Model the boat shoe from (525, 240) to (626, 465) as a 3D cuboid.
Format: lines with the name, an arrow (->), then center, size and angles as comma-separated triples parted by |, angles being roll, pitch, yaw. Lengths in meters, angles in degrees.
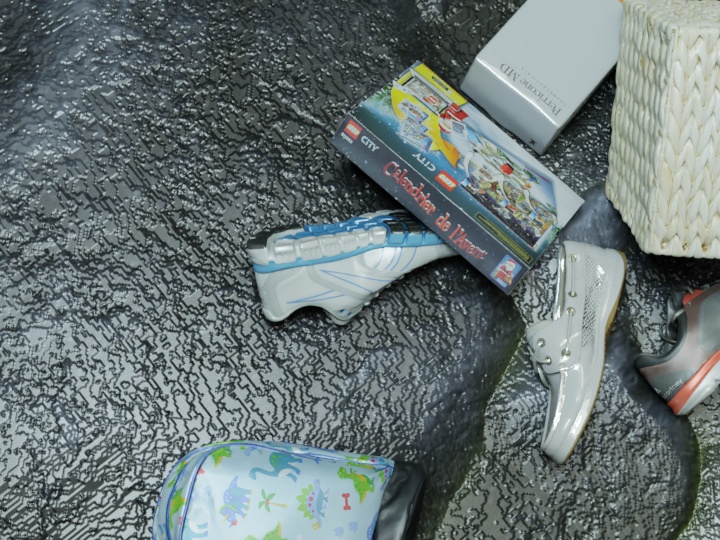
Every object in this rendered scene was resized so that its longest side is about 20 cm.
boat shoe -> 0.173, 0.067, 1.074 | 0.069, 0.071, 0.201 | 18, 64, -1

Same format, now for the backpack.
backpack -> -0.062, 0.203, 0.975 | 0.198, 0.154, 0.164 | 14, 79, 10

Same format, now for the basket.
basket -> 0.305, -0.121, 1.048 | 0.159, 0.198, 0.202 | 1, 109, -1

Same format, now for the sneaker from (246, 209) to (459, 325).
sneaker -> 0.000, 0.000, 1.077 | 0.198, 0.075, 0.087 | -9, 108, -17

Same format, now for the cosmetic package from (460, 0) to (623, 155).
cosmetic package -> 0.195, -0.217, 1.154 | 0.101, 0.071, 0.200 | 39, 74, 4

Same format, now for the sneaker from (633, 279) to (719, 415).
sneaker -> 0.315, 0.030, 1.100 | 0.082, 0.077, 0.200 | 39, 72, 11

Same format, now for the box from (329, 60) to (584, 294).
box -> 0.087, -0.085, 1.085 | 0.200, 0.038, 0.137 | 41, 41, 5
